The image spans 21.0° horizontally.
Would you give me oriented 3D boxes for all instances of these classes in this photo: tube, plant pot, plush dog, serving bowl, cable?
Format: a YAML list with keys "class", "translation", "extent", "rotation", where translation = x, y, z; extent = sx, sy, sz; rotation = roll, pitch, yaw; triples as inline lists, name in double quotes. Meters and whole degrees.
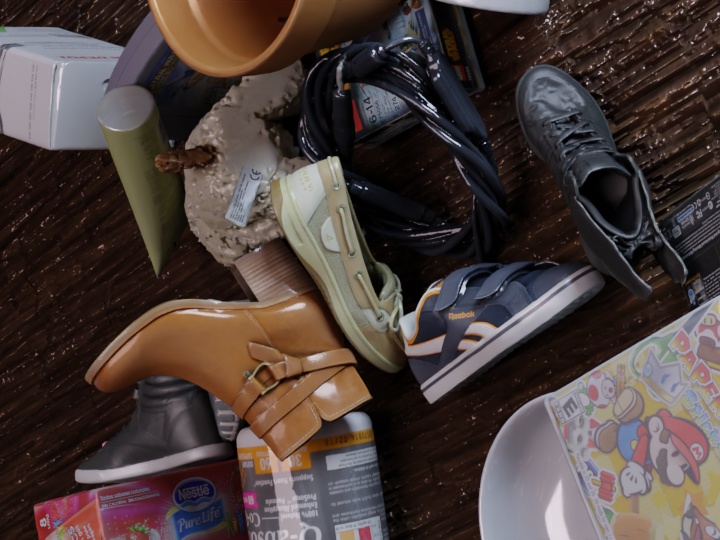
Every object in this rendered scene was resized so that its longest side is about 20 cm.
- class: "tube"
  translation: [-0.183, -0.078, 1.688]
  extent: [0.052, 0.058, 0.200]
  rotation: [58, 170, 34]
- class: "plant pot"
  translation: [-0.054, -0.247, 1.485]
  extent: [0.200, 0.140, 0.201]
  rotation: [5, 96, 47]
- class: "plush dog"
  translation: [-0.102, -0.067, 1.647]
  extent: [0.172, 0.160, 0.201]
  rotation: [111, 138, -60]
- class: "serving bowl"
  translation: [0.180, 0.183, 1.416]
  extent: [0.200, 0.066, 0.201]
  rotation: [7, 99, 45]
- class: "cable"
  translation: [0.033, -0.082, 1.501]
  extent: [0.163, 0.051, 0.200]
  rotation: [-18, 111, 40]

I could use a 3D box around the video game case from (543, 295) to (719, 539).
- class: "video game case"
  translation: [0.222, 0.142, 1.303]
  extent: [0.182, 0.023, 0.201]
  rotation: [-36, 68, 43]

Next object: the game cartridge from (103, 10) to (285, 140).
- class: "game cartridge"
  translation: [-0.137, -0.183, 1.663]
  extent: [0.200, 0.133, 0.042]
  rotation: [-50, 59, 37]

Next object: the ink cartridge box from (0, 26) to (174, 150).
- class: "ink cartridge box"
  translation: [-0.284, -0.171, 1.807]
  extent: [0.200, 0.145, 0.084]
  rotation: [20, 108, 44]

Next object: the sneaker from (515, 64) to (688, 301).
- class: "sneaker"
  translation: [0.169, -0.068, 1.376]
  extent: [0.104, 0.060, 0.200]
  rotation: [84, 163, -79]

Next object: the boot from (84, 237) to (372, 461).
- class: "boot"
  translation: [-0.103, 0.086, 1.535]
  extent: [0.200, 0.074, 0.155]
  rotation: [-31, 86, 0]

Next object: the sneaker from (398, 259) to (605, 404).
- class: "sneaker"
  translation: [0.097, 0.029, 1.474]
  extent: [0.200, 0.078, 0.080]
  rotation: [-37, 80, 43]

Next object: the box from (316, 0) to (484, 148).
- class: "box"
  translation: [0.015, -0.214, 1.557]
  extent: [0.137, 0.040, 0.201]
  rotation: [-26, 76, 45]

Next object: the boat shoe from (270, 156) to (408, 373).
- class: "boat shoe"
  translation: [-0.001, -0.002, 1.537]
  extent: [0.063, 0.201, 0.073]
  rotation: [-26, 29, 11]

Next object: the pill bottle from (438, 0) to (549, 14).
- class: "pill bottle"
  translation: [0.105, -0.294, 1.414]
  extent: [0.114, 0.114, 0.201]
  rotation: [20, 108, 43]

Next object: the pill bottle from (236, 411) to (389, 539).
- class: "pill bottle"
  translation: [-0.034, 0.222, 1.606]
  extent: [0.116, 0.116, 0.201]
  rotation: [-12, 85, 46]

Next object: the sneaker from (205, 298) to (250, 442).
- class: "sneaker"
  translation: [-0.076, 0.082, 1.669]
  extent: [0.200, 0.115, 0.075]
  rotation: [90, 165, -62]

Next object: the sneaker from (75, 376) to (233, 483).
- class: "sneaker"
  translation: [-0.198, 0.143, 1.808]
  extent: [0.200, 0.071, 0.100]
  rotation: [-19, 76, 41]

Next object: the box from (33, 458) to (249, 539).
- class: "box"
  translation: [-0.171, 0.226, 1.688]
  extent: [0.099, 0.199, 0.096]
  rotation: [-18, 83, 45]

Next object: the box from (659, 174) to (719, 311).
- class: "box"
  translation: [0.283, 0.019, 1.260]
  extent: [0.194, 0.047, 0.200]
  rotation: [70, 157, 13]
